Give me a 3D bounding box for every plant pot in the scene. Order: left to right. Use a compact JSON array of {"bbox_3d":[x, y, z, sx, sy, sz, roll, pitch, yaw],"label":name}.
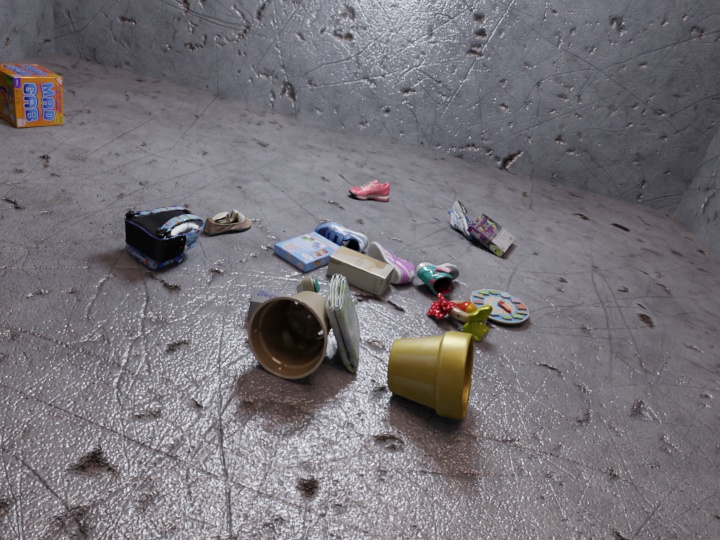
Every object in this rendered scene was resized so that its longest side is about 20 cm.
[{"bbox_3d":[-0.152,0.137,1.403,0.198,0.203,0.183,19,17,9],"label":"plant pot"},{"bbox_3d":[0.168,0.243,1.361,0.186,0.204,0.201,5,24,17],"label":"plant pot"}]

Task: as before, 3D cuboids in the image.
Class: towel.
[{"bbox_3d":[-0.043,0.132,1.450,0.047,0.203,0.172,-11,28,9],"label":"towel"}]

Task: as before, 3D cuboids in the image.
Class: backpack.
[{"bbox_3d":[-0.574,-0.109,1.682,0.181,0.136,0.199,27,30,23],"label":"backpack"}]

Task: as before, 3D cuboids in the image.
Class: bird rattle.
[{"bbox_3d":[0.316,0.136,1.753,0.198,0.115,0.162,16,13,31],"label":"bird rattle"}]

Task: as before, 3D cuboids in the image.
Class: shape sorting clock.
[{"bbox_3d":[0.463,0.116,1.882,0.197,0.040,0.201,12,28,-6],"label":"shape sorting clock"}]

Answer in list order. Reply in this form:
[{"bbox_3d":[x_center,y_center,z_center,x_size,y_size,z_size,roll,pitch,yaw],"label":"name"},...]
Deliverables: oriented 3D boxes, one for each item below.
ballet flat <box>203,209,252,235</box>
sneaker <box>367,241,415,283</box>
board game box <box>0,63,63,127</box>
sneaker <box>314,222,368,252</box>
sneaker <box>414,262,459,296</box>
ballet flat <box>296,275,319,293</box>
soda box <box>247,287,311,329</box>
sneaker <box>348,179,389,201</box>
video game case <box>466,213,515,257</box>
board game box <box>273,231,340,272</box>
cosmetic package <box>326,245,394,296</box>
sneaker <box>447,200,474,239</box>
[{"bbox_3d":[-0.445,-0.170,1.929,0.068,0.068,0.199,31,31,28],"label":"ballet flat"},{"bbox_3d":[0.111,-0.025,1.944,0.113,0.073,0.201,-5,44,-39],"label":"sneaker"},{"bbox_3d":[-1.387,-0.731,2.352,0.198,0.203,0.199,28,30,25],"label":"board game box"},{"bbox_3d":[-0.071,-0.113,2.006,0.197,0.075,0.083,15,29,3],"label":"sneaker"},{"bbox_3d":[0.287,0.031,1.906,0.198,0.084,0.121,2,36,-38],"label":"sneaker"},{"bbox_3d":[-0.151,0.054,1.600,0.068,0.071,0.200,14,-4,0],"label":"ballet flat"},{"bbox_3d":[-0.203,0.109,1.541,0.197,0.064,0.069,12,28,-5],"label":"soda box"},{"bbox_3d":[0.042,-0.363,2.502,0.197,0.088,0.074,1,29,-25],"label":"sneaker"},{"bbox_3d":[0.550,-0.151,2.368,0.181,0.036,0.200,40,33,9],"label":"video game case"},{"bbox_3d":[-0.171,-0.067,1.909,0.150,0.037,0.199,30,31,28],"label":"board game box"},{"bbox_3d":[0.000,0.000,1.832,0.197,0.072,0.105,21,29,12],"label":"cosmetic package"},{"bbox_3d":[0.431,-0.201,2.422,0.076,0.085,0.202,23,39,-40],"label":"sneaker"}]
